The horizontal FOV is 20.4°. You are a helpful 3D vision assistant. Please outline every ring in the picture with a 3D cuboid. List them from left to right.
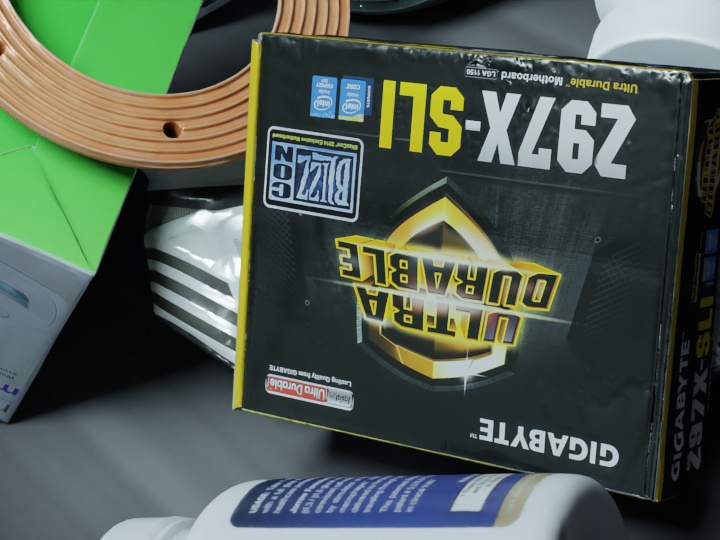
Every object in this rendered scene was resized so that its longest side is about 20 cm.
[{"bbox_3d":[-0.100,-0.131,0.894,0.199,0.019,0.202,10,60,-17],"label":"ring"}]

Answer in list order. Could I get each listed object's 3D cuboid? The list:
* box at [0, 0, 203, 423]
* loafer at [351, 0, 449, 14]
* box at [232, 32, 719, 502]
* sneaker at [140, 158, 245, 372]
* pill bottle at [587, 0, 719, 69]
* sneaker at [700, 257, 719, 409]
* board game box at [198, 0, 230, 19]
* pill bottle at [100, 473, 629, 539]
[{"bbox_3d":[-0.159,-0.059,0.950,0.177,0.096,0.201,128,162,-56],"label":"box"},{"bbox_3d":[0.060,-0.167,1.013,0.199,0.063,0.073,-11,76,38],"label":"loafer"},{"bbox_3d":[0.044,-0.008,0.793,0.199,0.049,0.161,10,99,33],"label":"box"},{"bbox_3d":[0.000,0.000,0.907,0.198,0.076,0.117,-1,90,4],"label":"sneaker"},{"bbox_3d":[0.169,-0.147,0.885,0.115,0.116,0.201,2,55,30],"label":"pill bottle"},{"bbox_3d":[0.117,-0.004,0.804,0.198,0.075,0.116,7,64,11],"label":"sneaker"},{"bbox_3d":[-0.081,-0.195,1.018,0.199,0.126,0.035,-24,51,38],"label":"board game box"},{"bbox_3d":[-0.003,0.134,0.753,0.198,0.111,0.112,-4,52,27],"label":"pill bottle"}]
